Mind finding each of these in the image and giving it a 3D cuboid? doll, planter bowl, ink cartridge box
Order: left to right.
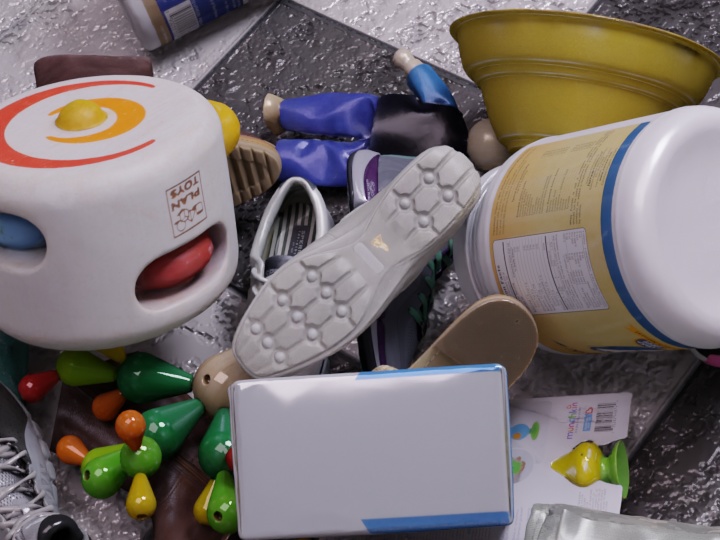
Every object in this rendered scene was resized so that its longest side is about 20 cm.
[{"bbox_3d":[0.013,0.105,0.926,0.143,0.200,0.085,-5,82,4],"label":"ink cartridge box"},{"bbox_3d":[0.022,-0.104,1.258,0.197,0.048,0.138,5,73,17],"label":"doll"},{"bbox_3d":[0.155,-0.118,1.176,0.198,0.200,0.085,8,86,21],"label":"planter bowl"}]

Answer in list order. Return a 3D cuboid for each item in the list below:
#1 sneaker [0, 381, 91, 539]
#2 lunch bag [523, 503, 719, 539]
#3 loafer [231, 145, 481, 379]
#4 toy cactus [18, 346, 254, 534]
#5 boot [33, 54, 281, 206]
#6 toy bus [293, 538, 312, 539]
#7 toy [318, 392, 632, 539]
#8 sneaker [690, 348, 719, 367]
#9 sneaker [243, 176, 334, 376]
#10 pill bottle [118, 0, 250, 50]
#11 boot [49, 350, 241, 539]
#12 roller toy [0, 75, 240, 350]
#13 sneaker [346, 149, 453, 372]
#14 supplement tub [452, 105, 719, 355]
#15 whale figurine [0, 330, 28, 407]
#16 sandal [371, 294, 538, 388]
[{"bbox_3d":[-0.213,0.147,1.057,0.074,0.115,0.202,-20,85,-28],"label":"sneaker"},{"bbox_3d":[0.175,0.201,0.902,0.162,0.201,0.119,5,55,18],"label":"lunch bag"},{"bbox_3d":[0.000,0.000,1.078,0.199,0.070,0.070,-39,82,-4],"label":"loafer"},{"bbox_3d":[-0.120,0.087,1.080,0.164,0.103,0.199,-32,38,-29],"label":"toy cactus"},{"bbox_3d":[-0.162,-0.119,1.270,0.197,0.073,0.167,-2,41,-4],"label":"boot"},{"bbox_3d":[-0.045,0.220,0.957,0.198,0.193,0.136,-22,50,-3],"label":"toy bus"},{"bbox_3d":[0.078,0.141,1.063,0.198,0.047,0.116,-10,42,24],"label":"toy"},{"bbox_3d":[0.251,-0.032,1.121,0.073,0.088,0.202,3,56,18],"label":"sneaker"},{"bbox_3d":[-0.059,0.024,1.177,0.072,0.071,0.202,-4,56,12],"label":"sneaker"},{"bbox_3d":[-0.118,-0.277,1.387,0.198,0.111,0.111,-28,52,-5],"label":"pill bottle"},{"bbox_3d":[-0.160,0.154,1.118,0.199,0.065,0.186,30,58,30],"label":"boot"},{"bbox_3d":[-0.174,-0.048,1.102,0.197,0.141,0.183,-7,29,-3],"label":"roller toy"},{"bbox_3d":[0.037,0.001,1.162,0.086,0.075,0.202,-4,64,-1],"label":"sneaker"},{"bbox_3d":[0.164,-0.020,1.056,0.145,0.145,0.199,-54,22,-23],"label":"supplement tub"},{"bbox_3d":[-0.278,0.066,1.198,0.159,0.104,0.201,-32,22,39],"label":"whale figurine"},{"bbox_3d":[0.029,0.093,1.067,0.211,0.070,0.078,-40,93,7],"label":"sandal"}]
